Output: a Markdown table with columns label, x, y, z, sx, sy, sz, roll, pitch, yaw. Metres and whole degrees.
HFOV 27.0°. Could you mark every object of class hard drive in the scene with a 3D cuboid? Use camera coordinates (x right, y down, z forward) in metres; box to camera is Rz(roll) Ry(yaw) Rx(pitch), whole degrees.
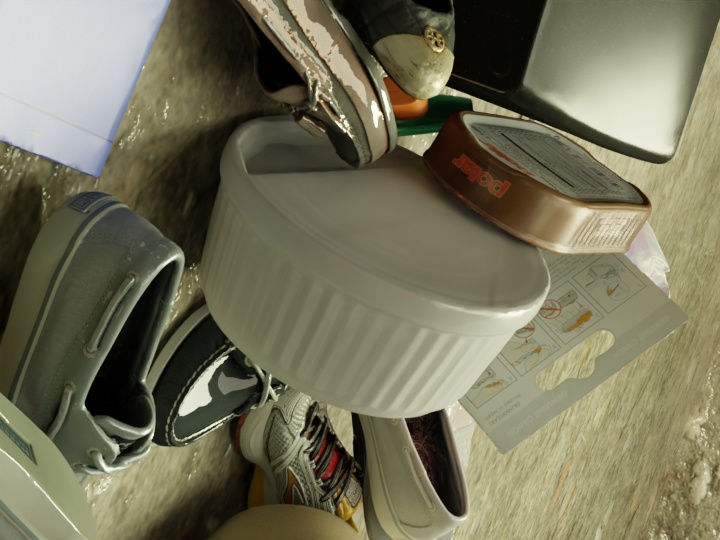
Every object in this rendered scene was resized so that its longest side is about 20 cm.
| label | x | y | z | sx | sy | sz | roll | pitch | yaw |
| --- | --- | --- | --- | --- | --- | --- | --- | --- | --- |
| hard drive | -0.118 | -0.149 | 0.660 | 0.200 | 0.025 | 0.132 | -68 | 158 | 0 |

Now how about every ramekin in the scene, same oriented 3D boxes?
| label | x | y | z | sx | sy | sz | roll | pitch | yaw |
| --- | --- | --- | --- | --- | --- | --- | --- | --- | --- |
| ramekin | 0.000 | 0.000 | 0.864 | 0.202 | 0.202 | 0.094 | -25 | 145 | -60 |

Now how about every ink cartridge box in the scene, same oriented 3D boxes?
| label | x | y | z | sx | sy | sz | roll | pitch | yaw |
| --- | --- | --- | --- | --- | --- | --- | --- | --- | --- |
| ink cartridge box | 0.098 | 0.019 | 1.026 | 0.162 | 0.200 | 0.050 | -34 | 151 | -13 |

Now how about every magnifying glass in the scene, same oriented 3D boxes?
| label | x | y | z | sx | sy | sz | roll | pitch | yaw |
| --- | --- | --- | --- | --- | --- | --- | --- | --- | --- |
| magnifying glass | 0.031 | -0.102 | 0.937 | 0.200 | 0.079 | 0.022 | -20 | 104 | -85 |

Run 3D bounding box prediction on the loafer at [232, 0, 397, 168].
| label | x | y | z | sx | sy | sz | roll | pitch | yaw |
| --- | --- | --- | --- | --- | --- | --- | --- | --- | --- |
| loafer | -0.042 | -0.124 | 0.799 | 0.063 | 0.072 | 0.200 | -42 | 135 | -16 |

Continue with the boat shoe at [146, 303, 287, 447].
| label | x | y | z | sx | sy | sz | roll | pitch | yaw |
| --- | --- | --- | --- | --- | --- | --- | --- | --- | --- |
| boat shoe | -0.062 | 0.048 | 0.930 | 0.200 | 0.060 | 0.076 | -47 | 150 | -42 |

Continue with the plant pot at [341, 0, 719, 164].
| label | x | y | z | sx | sy | sz | roll | pitch | yaw |
| --- | --- | --- | --- | --- | --- | --- | --- | --- | --- |
| plant pot | 0.102 | -0.190 | 0.939 | 0.177 | 0.200 | 0.200 | -6 | 117 | -54 |

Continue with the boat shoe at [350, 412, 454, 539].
| label | x | y | z | sx | sy | sz | roll | pitch | yaw |
| --- | --- | --- | --- | --- | --- | --- | --- | --- | --- |
| boat shoe | 0.027 | 0.139 | 1.118 | 0.057 | 0.068 | 0.200 | 120 | -31 | -60 |

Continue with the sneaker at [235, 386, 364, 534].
| label | x | y | z | sx | sy | sz | roll | pitch | yaw |
| --- | --- | --- | --- | --- | --- | --- | --- | --- | --- |
| sneaker | -0.032 | 0.129 | 1.048 | 0.078 | 0.082 | 0.200 | -51 | 152 | -36 |

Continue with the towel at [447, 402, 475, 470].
| label | x | y | z | sx | sy | sz | roll | pitch | yaw |
| --- | --- | --- | --- | --- | --- | --- | --- | --- | --- |
| towel | 0.083 | 0.115 | 1.375 | 0.200 | 0.032 | 0.191 | -8 | 118 | -66 |

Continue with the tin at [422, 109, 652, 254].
| label | x | y | z | sx | sy | sz | roll | pitch | yaw |
| --- | --- | --- | --- | --- | --- | --- | --- | --- | --- |
| tin | 0.115 | -0.057 | 0.950 | 0.200 | 0.112 | 0.042 | -3 | 125 | -60 |

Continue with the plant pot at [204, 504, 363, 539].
| label | x | y | z | sx | sy | sz | roll | pitch | yaw |
| --- | --- | --- | --- | --- | --- | --- | --- | --- | --- |
| plant pot | -0.051 | 0.237 | 1.003 | 0.200 | 0.200 | 0.135 | 81 | 9 | -52 |

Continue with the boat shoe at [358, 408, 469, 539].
| label | x | y | z | sx | sy | sz | roll | pitch | yaw |
| --- | --- | --- | --- | --- | --- | --- | --- | --- | --- |
| boat shoe | 0.032 | 0.090 | 1.055 | 0.072 | 0.068 | 0.200 | 10 | 63 | -40 |

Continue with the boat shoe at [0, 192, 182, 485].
| label | x | y | z | sx | sy | sz | roll | pitch | yaw |
| --- | --- | --- | --- | --- | --- | --- | --- | --- | --- |
| boat shoe | -0.135 | 0.063 | 0.728 | 0.070 | 0.071 | 0.201 | -27 | 141 | -58 |

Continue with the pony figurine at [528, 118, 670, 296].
| label | x | y | z | sx | sy | sz | roll | pitch | yaw |
| --- | --- | --- | --- | --- | --- | --- | --- | --- | --- |
| pony figurine | 0.160 | -0.032 | 1.256 | 0.200 | 0.166 | 0.193 | -43 | 117 | -74 |

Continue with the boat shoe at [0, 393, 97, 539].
| label | x | y | z | sx | sy | sz | roll | pitch | yaw |
| --- | --- | --- | --- | --- | --- | --- | --- | --- | --- |
| boat shoe | -0.188 | 0.072 | 0.632 | 0.071 | 0.070 | 0.201 | -30 | 131 | 1 |

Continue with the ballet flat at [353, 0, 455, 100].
| label | x | y | z | sx | sy | sz | roll | pitch | yaw |
| --- | --- | --- | --- | --- | --- | --- | --- | --- | --- |
| ballet flat | 0.028 | -0.189 | 0.819 | 0.066 | 0.057 | 0.200 | 17 | 63 | -46 |
